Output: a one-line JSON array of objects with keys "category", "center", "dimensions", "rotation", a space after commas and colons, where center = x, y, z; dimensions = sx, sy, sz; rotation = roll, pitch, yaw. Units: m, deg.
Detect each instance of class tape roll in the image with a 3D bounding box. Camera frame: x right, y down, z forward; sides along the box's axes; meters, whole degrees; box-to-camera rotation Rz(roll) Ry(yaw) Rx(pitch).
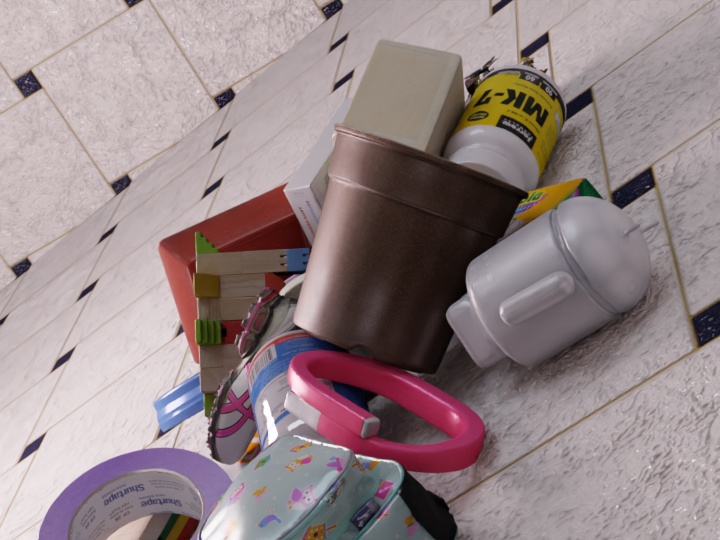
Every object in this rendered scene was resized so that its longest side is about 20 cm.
[{"category": "tape roll", "center": [-0.213, 0.267, 1.447], "dimensions": [0.200, 0.066, 0.200], "rotation": [-8, 36, 6]}]

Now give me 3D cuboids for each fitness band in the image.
[{"category": "fitness band", "center": [0.019, 0.122, 1.309], "dimensions": [0.200, 0.143, 0.038], "rotation": [29, 112, 43]}]

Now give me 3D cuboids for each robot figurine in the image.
[{"category": "robot figurine", "center": [0.175, 0.009, 1.314], "dimensions": [0.200, 0.113, 0.170], "rotation": [-34, 3, 22]}]

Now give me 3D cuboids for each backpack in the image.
[{"category": "backpack", "center": [-0.044, 0.237, 1.190], "dimensions": [0.200, 0.153, 0.176], "rotation": [-56, 26, -17]}]

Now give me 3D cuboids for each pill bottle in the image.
[{"category": "pill bottle", "center": [0.161, -0.141, 1.697], "dimensions": [0.114, 0.114, 0.200], "rotation": [-27, 23, 38]}, {"category": "pill bottle", "center": [-0.042, 0.155, 1.408], "dimensions": [0.112, 0.112, 0.200], "rotation": [-38, 33, 12]}]

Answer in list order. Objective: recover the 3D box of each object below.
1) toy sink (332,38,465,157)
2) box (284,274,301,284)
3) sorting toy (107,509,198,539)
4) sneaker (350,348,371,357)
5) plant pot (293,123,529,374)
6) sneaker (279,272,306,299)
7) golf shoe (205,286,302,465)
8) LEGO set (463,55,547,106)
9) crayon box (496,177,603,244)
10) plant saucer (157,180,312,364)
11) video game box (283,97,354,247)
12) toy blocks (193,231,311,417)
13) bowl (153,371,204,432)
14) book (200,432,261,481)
[{"category": "toy sink", "center": [0.039, -0.143, 1.686], "dimensions": [0.112, 0.130, 0.200], "rotation": [13, 62, 15]}, {"category": "box", "center": [-0.098, 0.043, 1.695], "dimensions": [0.200, 0.039, 0.041], "rotation": [-32, -2, 33]}, {"category": "sorting toy", "center": [-0.264, 0.316, 1.589], "dimensions": [0.200, 0.070, 0.199], "rotation": [-27, 23, 39]}, {"category": "sneaker", "center": [-0.007, 0.066, 1.651], "dimensions": [0.095, 0.079, 0.200], "rotation": [-44, 9, 23]}, {"category": "plant pot", "center": [0.038, -0.016, 1.424], "dimensions": [0.199, 0.200, 0.200], "rotation": [-71, 19, 2]}, {"category": "sneaker", "center": [0.000, 0.000, 1.569], "dimensions": [0.200, 0.075, 0.085], "rotation": [-25, 21, 4]}, {"category": "golf shoe", "center": [-0.098, 0.122, 1.527], "dimensions": [0.073, 0.092, 0.200], "rotation": [-45, -22, -70]}, {"category": "LEGO set", "center": [0.140, -0.224, 1.881], "dimensions": [0.200, 0.116, 0.154], "rotation": [-27, 6, 44]}, {"category": "crayon box", "center": [0.155, -0.021, 1.516], "dimensions": [0.119, 0.058, 0.200], "rotation": [-52, 20, -27]}, {"category": "plant saucer", "center": [-0.127, 0.010, 1.777], "dimensions": [0.200, 0.200, 0.037], "rotation": [-26, 41, -16]}, {"category": "video game box", "center": [-0.004, -0.085, 1.798], "dimensions": [0.047, 0.182, 0.200], "rotation": [-8, 34, 32]}, {"category": "toy blocks", "center": [-0.107, 0.057, 1.613], "dimensions": [0.136, 0.201, 0.100], "rotation": [-3, -10, 1]}, {"category": "bowl", "center": [-0.156, 0.125, 1.740], "dimensions": [0.200, 0.039, 0.201], "rotation": [-30, -2, -1]}, {"category": "book", "center": [-0.093, 0.186, 1.588], "dimensions": [0.200, 0.048, 0.134], "rotation": [-7, 40, 56]}]
